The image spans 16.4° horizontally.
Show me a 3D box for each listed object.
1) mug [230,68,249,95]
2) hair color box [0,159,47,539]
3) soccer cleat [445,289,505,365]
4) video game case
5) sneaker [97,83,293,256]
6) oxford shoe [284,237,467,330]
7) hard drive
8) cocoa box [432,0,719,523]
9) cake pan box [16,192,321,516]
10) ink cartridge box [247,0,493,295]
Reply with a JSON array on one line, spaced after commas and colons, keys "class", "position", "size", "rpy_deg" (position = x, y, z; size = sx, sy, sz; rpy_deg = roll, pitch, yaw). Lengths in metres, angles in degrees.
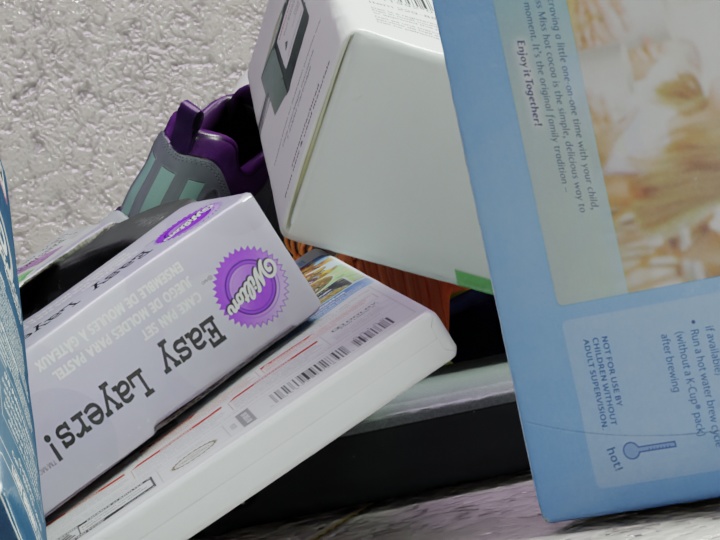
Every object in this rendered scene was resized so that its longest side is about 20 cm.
[{"class": "mug", "position": [0.013, -0.054, 1.309], "size": [0.152, 0.187, 0.149], "rpy_deg": [-22, 37, -19]}, {"class": "hair color box", "position": [-0.148, 0.024, 0.721], "size": [0.099, 0.061, 0.201], "rpy_deg": [-14, 43, -1]}, {"class": "soccer cleat", "position": [0.000, 0.037, 1.081], "size": [0.199, 0.065, 0.084], "rpy_deg": [-11, -3, -14]}, {"class": "video game case", "position": [-0.051, 0.046, 0.812], "size": [0.143, 0.018, 0.200], "rpy_deg": [-34, 11, -6]}, {"class": "sneaker", "position": [-0.039, -0.040, 1.109], "size": [0.074, 0.088, 0.200], "rpy_deg": [31, 18, 15]}, {"class": "oxford shoe", "position": [0.000, 0.000, 1.033], "size": [0.072, 0.072, 0.200], "rpy_deg": [-5, 12, 18]}, {"class": "hard drive", "position": [0.033, 0.054, 0.901], "size": [0.199, 0.033, 0.140], "rpy_deg": [-11, 2, -2]}, {"class": "cocoa box", "position": [0.111, -0.042, 0.733], "size": [0.133, 0.201, 0.131], "rpy_deg": [-11, 2, 26]}, {"class": "cake pan box", "position": [-0.126, 0.048, 0.839], "size": [0.200, 0.052, 0.184], "rpy_deg": [-36, 14, -22]}, {"class": "ink cartridge box", "position": [0.040, -0.065, 0.976], "size": [0.145, 0.084, 0.200], "rpy_deg": [15, 19, -11]}]
